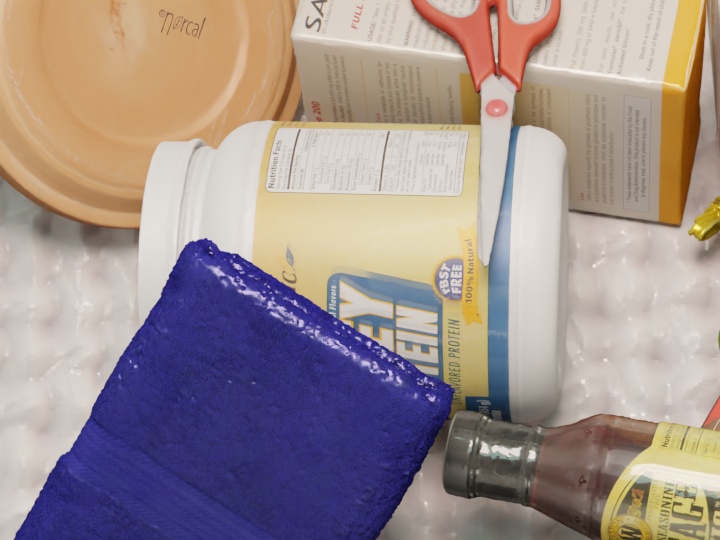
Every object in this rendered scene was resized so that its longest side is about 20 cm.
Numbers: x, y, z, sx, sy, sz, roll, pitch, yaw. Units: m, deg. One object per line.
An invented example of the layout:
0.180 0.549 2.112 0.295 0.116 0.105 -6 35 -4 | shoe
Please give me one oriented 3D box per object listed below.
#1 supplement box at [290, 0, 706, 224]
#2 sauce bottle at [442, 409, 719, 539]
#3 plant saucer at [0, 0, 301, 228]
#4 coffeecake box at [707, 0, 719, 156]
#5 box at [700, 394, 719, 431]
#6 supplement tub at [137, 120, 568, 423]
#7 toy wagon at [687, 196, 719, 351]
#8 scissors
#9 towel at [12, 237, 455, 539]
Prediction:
0.072 -0.098 1.438 0.199 0.126 0.074 9 60 10 | supplement box
0.138 0.102 1.310 0.199 0.066 0.066 8 61 14 | sauce bottle
-0.115 -0.121 1.449 0.199 0.032 0.201 -2 94 -27 | plant saucer
0.255 -0.111 1.424 0.153 0.073 0.200 -1 40 4 | coffeecake box
0.206 0.137 1.340 0.136 0.039 0.200 25 65 18 | box
0.000 0.000 1.378 0.199 0.145 0.145 1 60 6 | supplement tub
0.243 0.013 1.375 0.155 0.040 0.200 -26 52 -36 | toy wagon
0.071 -0.086 1.338 0.073 0.014 0.201 -9 51 -3 | scissors
-0.062 0.098 1.313 0.147 0.050 0.200 32 110 2 | towel
